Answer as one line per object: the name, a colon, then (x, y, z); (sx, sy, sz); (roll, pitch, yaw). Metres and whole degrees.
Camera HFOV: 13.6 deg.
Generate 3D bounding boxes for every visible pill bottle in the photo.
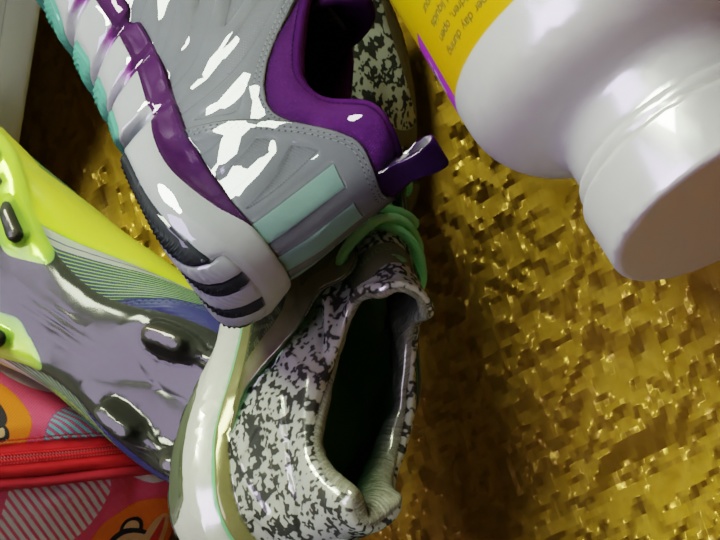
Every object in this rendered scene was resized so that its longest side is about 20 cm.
pill bottle: (0.055, -0.099, 0.852); (0.104, 0.104, 0.201); (-46, 62, 35)

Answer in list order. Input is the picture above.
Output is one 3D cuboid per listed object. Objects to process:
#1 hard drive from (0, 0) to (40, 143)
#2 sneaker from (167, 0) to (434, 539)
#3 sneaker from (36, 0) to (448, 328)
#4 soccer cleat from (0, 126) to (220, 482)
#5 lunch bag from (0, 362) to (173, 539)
hard drive: (-0.155, -0.102, 1.075); (0.132, 0.027, 0.201); (48, 137, 40)
sneaker: (0.000, 0.000, 0.917); (0.088, 0.077, 0.201); (-15, 67, 54)
sneaker: (-0.043, -0.074, 0.911); (0.087, 0.074, 0.200); (-31, 55, 2)
soccer cleat: (-0.093, 0.011, 1.012); (0.200, 0.084, 0.065); (38, 98, 22)
lunch bag: (-0.168, 0.111, 1.038); (0.082, 0.176, 0.200); (54, 127, 31)
